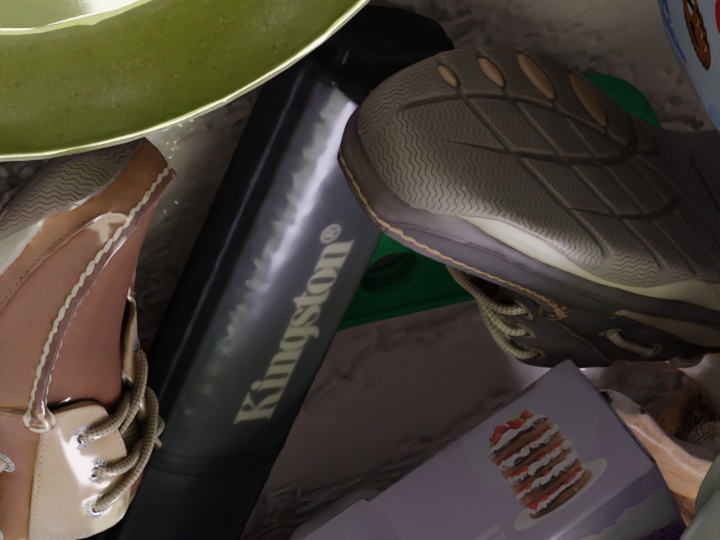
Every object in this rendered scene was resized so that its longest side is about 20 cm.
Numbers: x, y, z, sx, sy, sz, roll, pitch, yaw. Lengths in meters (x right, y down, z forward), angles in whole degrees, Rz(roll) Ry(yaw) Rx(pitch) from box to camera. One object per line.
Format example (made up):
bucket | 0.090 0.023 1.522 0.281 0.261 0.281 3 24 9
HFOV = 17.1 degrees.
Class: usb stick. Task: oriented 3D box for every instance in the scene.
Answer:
usb stick | -0.030 0.014 0.680 0.055 0.033 0.201 2 127 -34

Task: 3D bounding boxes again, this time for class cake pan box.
cake pan box | 0.018 0.139 0.717 0.199 0.052 0.184 -34 140 -4

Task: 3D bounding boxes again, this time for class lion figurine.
lion figurine | 0.156 0.054 0.783 0.122 0.073 0.200 38 156 -25

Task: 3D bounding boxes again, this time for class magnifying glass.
magnifying glass | 0.000 0.000 0.722 0.199 0.022 0.080 -29 145 6

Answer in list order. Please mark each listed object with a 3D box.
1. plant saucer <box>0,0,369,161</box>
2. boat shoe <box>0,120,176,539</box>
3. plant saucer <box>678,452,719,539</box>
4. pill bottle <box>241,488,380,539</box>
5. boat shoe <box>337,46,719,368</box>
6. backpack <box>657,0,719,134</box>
plant saucer | -0.068 -0.108 0.512 0.199 0.031 0.201 -13 139 -12
boat shoe | -0.085 0.035 0.653 0.076 0.072 0.200 -54 179 -41
plant saucer | 0.148 0.058 0.656 0.199 0.050 0.201 -25 151 -15
pill bottle | -0.051 0.164 0.831 0.200 0.113 0.113 -39 142 23
boat shoe | 0.062 -0.003 0.666 0.199 0.075 0.073 14 133 -45
backpack | 0.148 -0.093 0.547 0.153 0.200 0.191 -13 132 -15
